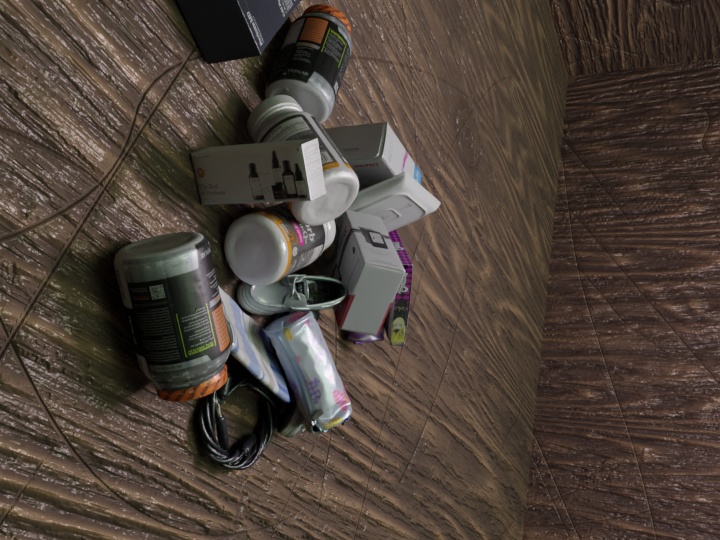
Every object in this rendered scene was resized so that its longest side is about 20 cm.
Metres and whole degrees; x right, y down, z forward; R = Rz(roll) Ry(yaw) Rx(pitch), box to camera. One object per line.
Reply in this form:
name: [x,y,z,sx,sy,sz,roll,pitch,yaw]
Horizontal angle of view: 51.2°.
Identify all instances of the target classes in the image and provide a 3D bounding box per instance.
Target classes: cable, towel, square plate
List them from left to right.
cable: [-0.182,0.237,1.200,0.200,0.050,0.164,48,45,-55]
towel: [-0.173,0.109,1.164,0.147,0.024,0.200,61,3,39]
square plate: [0.043,-0.118,1.509,0.200,0.197,0.029,27,45,-61]

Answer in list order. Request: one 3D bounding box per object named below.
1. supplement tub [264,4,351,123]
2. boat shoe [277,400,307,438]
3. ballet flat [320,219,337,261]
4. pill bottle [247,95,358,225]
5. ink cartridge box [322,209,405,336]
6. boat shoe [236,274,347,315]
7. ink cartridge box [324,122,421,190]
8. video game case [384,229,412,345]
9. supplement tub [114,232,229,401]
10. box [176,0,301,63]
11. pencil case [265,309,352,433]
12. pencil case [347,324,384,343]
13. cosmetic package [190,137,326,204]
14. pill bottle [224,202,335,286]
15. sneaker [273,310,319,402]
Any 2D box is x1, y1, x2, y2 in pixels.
supplement tub: [-0.086,-0.366,1.330,0.123,0.122,0.201,56,42,-48]
boat shoe: [-0.086,0.238,1.348,0.065,0.075,0.202,41,26,-1]
ballet flat: [-0.085,-0.119,1.403,0.072,0.068,0.202,0,90,-44]
pill bottle: [-0.097,-0.179,1.202,0.201,0.116,0.116,56,12,28]
ink cartridge box: [0.000,0.000,1.387,0.200,0.083,0.146,-111,-143,-56]
boat shoe: [-0.109,0.033,1.265,0.200,0.071,0.071,1,73,-39]
ink cartridge box: [0.022,-0.208,1.522,0.200,0.143,0.085,43,51,-56]
video game case: [0.069,0.032,1.585,0.200,0.035,0.183,-107,-160,-65]
supplement tub: [-0.241,0.060,0.988,0.122,0.122,0.202,-36,121,-59]
box: [-0.195,-0.450,1.131,0.183,0.103,0.201,-67,145,-41]
pencil case: [-0.086,0.166,1.236,0.091,0.083,0.201,-31,105,-47]
pencil case: [0.009,0.053,1.571,0.083,0.085,0.202,3,86,-27]
cosmetic package: [-0.152,-0.143,1.103,0.051,0.199,0.083,-33,119,-57]
pill bottle: [-0.126,-0.053,1.248,0.200,0.115,0.117,-32,118,-60]
sneaker: [-0.128,0.128,1.314,0.082,0.073,0.202,27,59,-43]
